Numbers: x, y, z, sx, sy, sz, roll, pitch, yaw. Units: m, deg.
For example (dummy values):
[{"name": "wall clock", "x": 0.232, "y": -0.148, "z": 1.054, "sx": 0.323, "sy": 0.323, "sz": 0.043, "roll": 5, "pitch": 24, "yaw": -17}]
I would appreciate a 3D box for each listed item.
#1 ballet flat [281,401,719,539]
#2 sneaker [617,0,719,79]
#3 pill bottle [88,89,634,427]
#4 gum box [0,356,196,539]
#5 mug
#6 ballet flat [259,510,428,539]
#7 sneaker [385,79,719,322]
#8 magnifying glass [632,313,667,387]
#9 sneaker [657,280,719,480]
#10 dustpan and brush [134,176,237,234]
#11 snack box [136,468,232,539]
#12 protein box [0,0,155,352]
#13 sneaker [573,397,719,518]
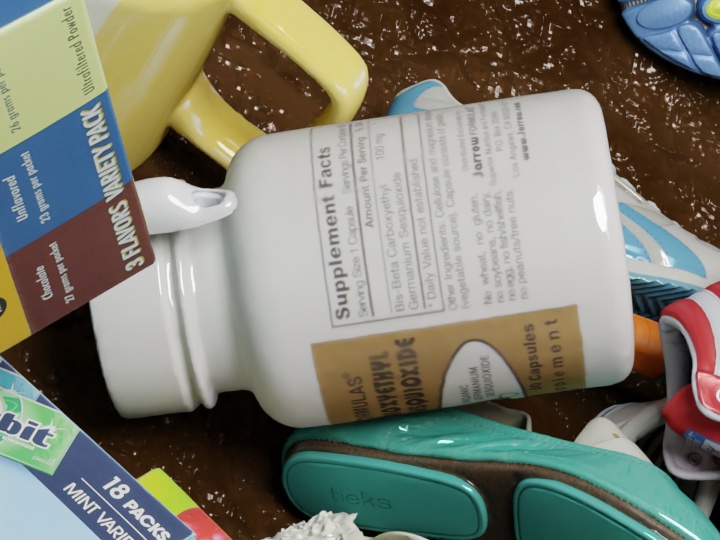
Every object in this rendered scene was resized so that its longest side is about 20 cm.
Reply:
[{"name": "ballet flat", "x": 0.066, "y": 0.081, "z": 0.999, "sx": 0.199, "sy": 0.068, "sz": 0.071, "roll": 14, "pitch": 46, "yaw": 22}, {"name": "sneaker", "x": 0.215, "y": -0.135, "z": 1.237, "sx": 0.198, "sy": 0.083, "sz": 0.071, "roll": -11, "pitch": 102, "yaw": -18}, {"name": "pill bottle", "x": 0.000, "y": 0.000, "z": 0.978, "sx": 0.199, "sy": 0.114, "sz": 0.115, "roll": -8, "pitch": 68, "yaw": 3}, {"name": "gum box", "x": -0.185, "y": 0.099, "z": 0.870, "sx": 0.170, "sy": 0.045, "sz": 0.200, "roll": 39, "pitch": 49, "yaw": 25}, {"name": "mug", "x": -0.093, "y": -0.125, "z": 1.003, "sx": 0.186, "sy": 0.153, "sz": 0.150, "roll": 7, "pitch": 63, "yaw": -27}, {"name": "ballet flat", "x": 0.025, "y": 0.129, "z": 0.928, "sx": 0.071, "sy": 0.200, "sz": 0.072, "roll": -11, "pitch": 110, "yaw": -32}, {"name": "sneaker", "x": 0.096, "y": -0.020, "z": 1.108, "sx": 0.199, "sy": 0.076, "sz": 0.081, "roll": 21, "pitch": 57, "yaw": -22}, {"name": "magnifying glass", "x": 0.149, "y": 0.041, "z": 1.101, "sx": 0.199, "sy": 0.080, "sz": 0.022, "roll": 18, "pitch": 46, "yaw": -25}, {"name": "sneaker", "x": 0.190, "y": 0.083, "z": 1.005, "sx": 0.112, "sy": 0.071, "sz": 0.201, "roll": -19, "pitch": 64, "yaw": -16}, {"name": "dustpan and brush", "x": -0.147, "y": -0.024, "z": 0.933, "sx": 0.199, "sy": 0.057, "sz": 0.140, "roll": -11, "pitch": 40, "yaw": 11}, {"name": "snack box", "x": -0.104, "y": 0.170, "z": 0.888, "sx": 0.199, "sy": 0.053, "sz": 0.142, "roll": -28, "pitch": 56, "yaw": -35}, {"name": "protein box", "x": -0.209, "y": -0.055, "z": 0.835, "sx": 0.199, "sy": 0.135, "sz": 0.199, "roll": -31, "pitch": 54, "yaw": -15}, {"name": "sneaker", "x": 0.091, "y": 0.124, "z": 1.038, "sx": 0.073, "sy": 0.071, "sz": 0.201, "roll": 36, "pitch": 55, "yaw": -10}]
